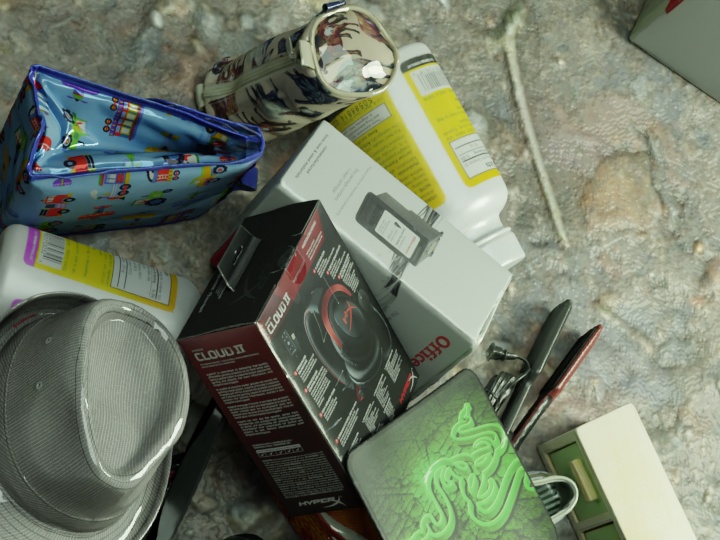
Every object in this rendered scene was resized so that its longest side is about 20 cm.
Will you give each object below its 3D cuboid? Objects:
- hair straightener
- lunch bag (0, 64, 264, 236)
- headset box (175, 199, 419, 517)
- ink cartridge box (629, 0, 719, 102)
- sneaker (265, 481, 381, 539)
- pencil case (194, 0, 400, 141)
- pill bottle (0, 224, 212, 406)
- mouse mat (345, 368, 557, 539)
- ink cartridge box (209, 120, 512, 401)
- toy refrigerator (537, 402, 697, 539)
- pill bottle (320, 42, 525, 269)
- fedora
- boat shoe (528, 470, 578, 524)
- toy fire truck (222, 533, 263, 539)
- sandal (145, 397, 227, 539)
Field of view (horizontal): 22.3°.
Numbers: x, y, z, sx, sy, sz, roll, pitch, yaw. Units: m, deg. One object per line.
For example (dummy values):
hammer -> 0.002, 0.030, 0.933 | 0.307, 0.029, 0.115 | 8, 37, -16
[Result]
hair straightener -> 0.125, 0.099, 1.543 | 0.077, 0.041, 0.200 | 40, 68, -5
lunch bag -> -0.173, -0.078, 1.411 | 0.198, 0.150, 0.095 | 5, 71, -20
headset box -> -0.046, 0.058, 1.354 | 0.201, 0.074, 0.149 | 60, 34, -28
ink cartridge box -> 0.372, -0.280, 1.698 | 0.144, 0.145, 0.201 | 31, 65, -10
sneaker -> 0.004, 0.192, 1.425 | 0.199, 0.073, 0.077 | 36, 58, 15
pencil case -> -0.056, -0.156, 1.464 | 0.089, 0.199, 0.079 | 12, 76, -31
pill bottle -> -0.191, 0.042, 1.392 | 0.198, 0.104, 0.105 | 19, 67, -15
mouse mat -> 0.074, 0.176, 1.387 | 0.200, 0.007, 0.162 | -30, 93, -54
ink cartridge box -> 0.000, 0.000, 1.456 | 0.200, 0.145, 0.084 | 39, 53, -7
toy refrigerator -> 0.226, 0.221, 1.518 | 0.070, 0.076, 0.201 | -20, 82, -26
pill bottle -> 0.055, -0.079, 1.525 | 0.111, 0.111, 0.201 | -26, 84, -27
fedora -> -0.181, 0.099, 1.253 | 0.176, 0.090, 0.201 | 35, 49, -28
boat shoe -> 0.087, 0.209, 1.473 | 0.199, 0.062, 0.072 | -25, 84, -26
toy fire truck -> -0.049, 0.304, 1.356 | 0.174, 0.129, 0.202 | 3, 88, 20
sandal -> -0.151, 0.167, 1.361 | 0.045, 0.075, 0.201 | 25, 91, -10
